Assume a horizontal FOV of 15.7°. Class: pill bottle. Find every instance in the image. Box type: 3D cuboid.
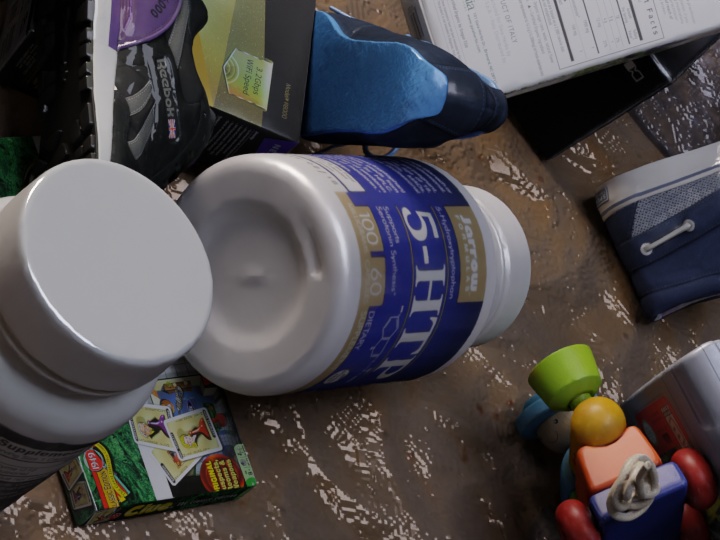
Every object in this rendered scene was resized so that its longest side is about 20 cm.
[{"bbox_3d":[-0.157,0.037,1.133,0.113,0.200,0.113,22,52,-30],"label":"pill bottle"},{"bbox_3d":[0.000,0.000,1.346,0.200,0.120,0.120,-3,67,-56],"label":"pill bottle"}]

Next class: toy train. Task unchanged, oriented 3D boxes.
[{"bbox_3d":[0.127,0.088,1.375,0.085,0.200,0.116,-24,66,-7],"label":"toy train"}]

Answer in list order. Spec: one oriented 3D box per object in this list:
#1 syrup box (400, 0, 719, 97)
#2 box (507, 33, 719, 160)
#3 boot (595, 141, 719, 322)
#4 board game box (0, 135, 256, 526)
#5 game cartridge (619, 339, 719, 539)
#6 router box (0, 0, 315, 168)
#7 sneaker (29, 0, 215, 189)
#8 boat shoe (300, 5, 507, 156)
[{"bbox_3d":[0.130,-0.153,1.457,0.200,0.079,0.082,-18,92,-4],"label":"syrup box"},{"bbox_3d":[0.139,-0.206,1.605,0.197,0.117,0.200,53,44,-3],"label":"box"},{"bbox_3d":[0.249,-0.040,1.578,0.073,0.200,0.090,57,12,-81],"label":"boot"},{"bbox_3d":[-0.127,0.025,1.299,0.105,0.023,0.200,-7,70,-41],"label":"board game box"},{"bbox_3d":[0.197,0.114,1.424,0.041,0.200,0.133,-31,83,-9],"label":"game cartridge"},{"bbox_3d":[-0.102,-0.161,1.401,0.157,0.052,0.200,21,52,-22],"label":"router box"},{"bbox_3d":[-0.108,-0.057,1.273,0.087,0.076,0.200,12,71,-31],"label":"sneaker"},{"bbox_3d":[0.011,-0.089,1.387,0.069,0.200,0.084,13,100,-26],"label":"boat shoe"}]
